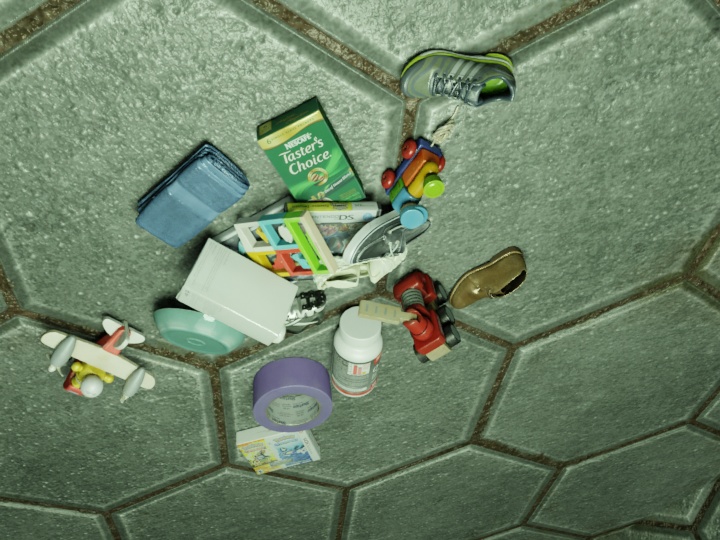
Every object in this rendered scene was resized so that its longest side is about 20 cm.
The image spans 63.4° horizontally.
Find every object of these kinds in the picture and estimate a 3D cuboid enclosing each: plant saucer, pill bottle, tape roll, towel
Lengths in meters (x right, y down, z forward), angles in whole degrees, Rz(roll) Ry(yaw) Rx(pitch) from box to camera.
[{"bbox_3d":[-0.342,0.135,1.223,0.195,0.037,0.201,8,154,4],"label":"plant saucer"},{"bbox_3d":[-0.008,0.187,1.337,0.113,0.117,0.203,-2,134,-9],"label":"pill bottle"},{"bbox_3d":[-0.169,0.312,1.449,0.195,0.086,0.203,-6,135,-6],"label":"tape roll"},{"bbox_3d":[-0.297,-0.127,1.029,0.198,0.049,0.111,-34,130,20],"label":"towel"}]

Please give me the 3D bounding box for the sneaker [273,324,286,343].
[{"bbox_3d":[-0.239,0.088,1.166,0.197,0.087,0.075,32,118,2],"label":"sneaker"}]

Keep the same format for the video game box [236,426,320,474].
[{"bbox_3d":[-0.227,0.494,1.641,0.195,0.047,0.185,-15,132,3],"label":"video game box"}]

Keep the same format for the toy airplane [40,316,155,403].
[{"bbox_3d":[-0.546,0.197,1.226,0.194,0.143,0.202,-1,134,-9],"label":"toy airplane"}]

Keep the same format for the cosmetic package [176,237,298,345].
[{"bbox_3d":[-0.229,0.043,1.101,0.198,0.115,0.081,32,149,-15],"label":"cosmetic package"}]

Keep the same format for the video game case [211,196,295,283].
[{"bbox_3d":[-0.174,-0.037,1.157,0.197,0.024,0.183,-26,133,14],"label":"video game case"}]

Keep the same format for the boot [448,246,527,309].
[{"bbox_3d":[0.276,0.034,1.276,0.073,0.077,0.199,30,123,-35],"label":"boot"}]

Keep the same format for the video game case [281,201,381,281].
[{"bbox_3d":[-0.063,-0.052,1.115,0.176,0.026,0.202,-3,141,-14],"label":"video game case"}]

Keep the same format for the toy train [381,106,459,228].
[{"bbox_3d":[0.120,-0.176,1.013,0.083,0.117,0.201,19,128,-27],"label":"toy train"}]

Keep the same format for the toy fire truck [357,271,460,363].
[{"bbox_3d":[0.095,0.078,1.211,0.127,0.178,0.200,-31,131,20],"label":"toy fire truck"}]

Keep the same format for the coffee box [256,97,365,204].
[{"bbox_3d":[-0.083,-0.186,1.016,0.120,0.045,0.201,-21,134,10],"label":"coffee box"}]

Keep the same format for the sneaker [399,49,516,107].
[{"bbox_3d":[0.159,-0.301,0.926,0.194,0.082,0.075,-6,135,-5],"label":"sneaker"}]

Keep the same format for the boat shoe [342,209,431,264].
[{"bbox_3d":[0.054,-0.057,1.078,0.198,0.068,0.073,-31,153,-36],"label":"boat shoe"}]

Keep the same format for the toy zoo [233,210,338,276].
[{"bbox_3d":[-0.148,-0.044,1.068,0.196,0.021,0.133,-3,131,34],"label":"toy zoo"}]

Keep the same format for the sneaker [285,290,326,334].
[{"bbox_3d":[-0.166,0.105,1.263,0.195,0.067,0.092,-10,133,-5],"label":"sneaker"}]

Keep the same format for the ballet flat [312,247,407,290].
[{"bbox_3d":[0.000,0.000,1.127,0.195,0.073,0.073,-11,135,-4],"label":"ballet flat"}]
